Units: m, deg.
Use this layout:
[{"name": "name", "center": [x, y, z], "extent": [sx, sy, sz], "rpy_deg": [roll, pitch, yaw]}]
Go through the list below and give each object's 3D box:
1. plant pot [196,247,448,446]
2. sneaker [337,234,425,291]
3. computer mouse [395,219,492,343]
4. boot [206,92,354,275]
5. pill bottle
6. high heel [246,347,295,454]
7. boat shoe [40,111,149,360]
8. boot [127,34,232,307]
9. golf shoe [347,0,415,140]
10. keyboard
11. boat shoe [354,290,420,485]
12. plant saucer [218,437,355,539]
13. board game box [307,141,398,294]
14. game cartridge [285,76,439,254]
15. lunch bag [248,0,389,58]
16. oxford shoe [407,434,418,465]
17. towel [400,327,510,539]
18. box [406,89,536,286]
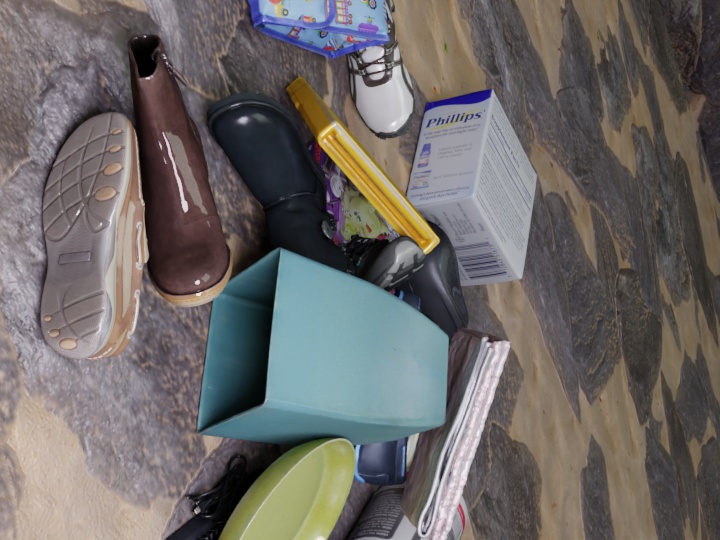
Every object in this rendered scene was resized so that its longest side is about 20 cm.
[{"name": "plant pot", "center": [-0.026, 0.089, 1.048], "extent": [0.199, 0.141, 0.142], "rpy_deg": [17, 65, -28]}, {"name": "sneaker", "center": [0.000, 0.000, 1.190], "extent": [0.075, 0.200, 0.079], "rpy_deg": [-29, 83, -28]}, {"name": "computer mouse", "center": [0.090, 0.036, 1.418], "extent": [0.053, 0.138, 0.201], "rpy_deg": [-19, 91, -45]}, {"name": "boot", "center": [-0.072, -0.060, 1.111], "extent": [0.200, 0.076, 0.169], "rpy_deg": [49, 22, -56]}, {"name": "pill bottle", "center": [0.037, 0.312, 1.231], "extent": [0.200, 0.110, 0.111], "rpy_deg": [-50, 126, -55]}, {"name": "high heel", "center": [-0.037, 0.125, 1.175], "extent": [0.200, 0.071, 0.143], "rpy_deg": [62, 39, -18]}, {"name": "boat shoe", "center": [-0.206, -0.025, 0.903], "extent": [0.072, 0.075, 0.201], "rpy_deg": [34, 60, -64]}, {"name": "boot", "center": [-0.161, -0.083, 0.935], "extent": [0.200, 0.072, 0.167], "rpy_deg": [-108, -174, -52]}, {"name": "golf shoe", "center": [0.013, -0.256, 1.361], "extent": [0.094, 0.077, 0.201], "rpy_deg": [35, 41, -74]}, {"name": "keyboard", "center": [-0.121, 0.239, 1.024], "extent": [0.200, 0.039, 0.105], "rpy_deg": [-31, 111, -62]}, {"name": "boat shoe", "center": [0.039, 0.123, 1.183], "extent": [0.084, 0.068, 0.201], "rpy_deg": [-171, -85, -86]}, {"name": "plant saucer", "center": [-0.075, 0.232, 1.024], "extent": [0.200, 0.031, 0.200], "rpy_deg": [-46, 152, -33]}, {"name": "board game box", "center": [-0.011, -0.049, 1.327], "extent": [0.200, 0.032, 0.120], "rpy_deg": [44, 50, -51]}, {"name": "game cartridge", "center": [-0.003, -0.115, 1.211], "extent": [0.176, 0.032, 0.200], "rpy_deg": [47, 4, -26]}, {"name": "lunch bag", "center": [-0.068, -0.329, 1.248], "extent": [0.200, 0.094, 0.151], "rpy_deg": [-1, 85, -50]}, {"name": "oxford shoe", "center": [0.048, 0.151, 1.361], "extent": [0.058, 0.075, 0.201], "rpy_deg": [18, 70, -15]}, {"name": "towel", "center": [0.086, 0.154, 1.103], "extent": [0.191, 0.032, 0.201], "rpy_deg": [147, -38, -86]}, {"name": "box", "center": [0.158, -0.113, 1.582], "extent": [0.184, 0.105, 0.201], "rpy_deg": [54, 39, -42]}]
